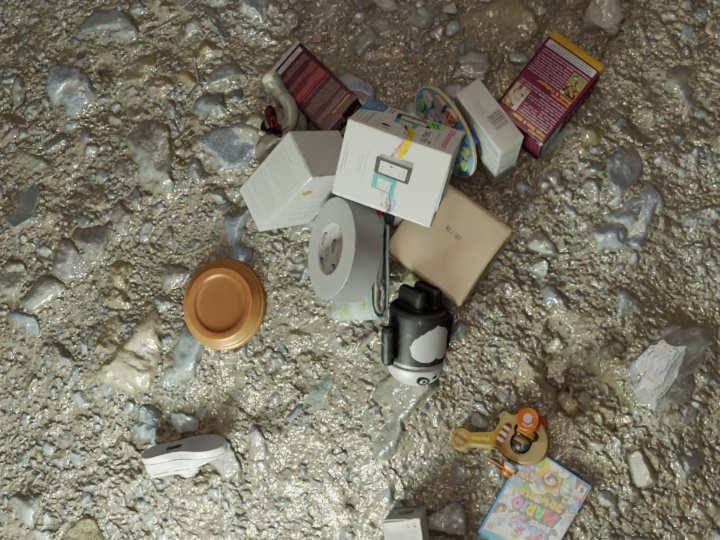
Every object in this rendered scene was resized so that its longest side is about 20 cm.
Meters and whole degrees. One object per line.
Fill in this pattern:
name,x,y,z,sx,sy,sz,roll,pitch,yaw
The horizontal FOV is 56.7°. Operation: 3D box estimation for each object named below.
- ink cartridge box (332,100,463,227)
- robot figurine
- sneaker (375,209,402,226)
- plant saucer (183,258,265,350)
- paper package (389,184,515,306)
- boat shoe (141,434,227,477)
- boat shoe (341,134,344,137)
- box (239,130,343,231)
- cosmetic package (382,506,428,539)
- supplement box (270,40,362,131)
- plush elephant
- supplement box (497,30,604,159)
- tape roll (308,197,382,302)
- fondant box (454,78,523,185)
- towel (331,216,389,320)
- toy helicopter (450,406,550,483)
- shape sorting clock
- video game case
ink cartridge box,0.072,-0.201,1.239,0.196,0.147,0.149,20,120,7
robot figurine,0.114,0.128,1.324,0.146,0.125,0.205,4,107,1
sneaker,0.059,-0.192,1.389,0.082,0.075,0.204,10,61,-2
plant saucer,-0.308,0.074,1.484,0.195,0.037,0.206,-2,83,12
paper package,0.181,-0.057,1.361,0.199,0.103,0.192,36,91,13
boat shoe,-0.376,0.412,1.451,0.195,0.071,0.071,-13,108,6
boat shoe,-0.035,-0.263,1.447,0.065,0.072,0.203,34,96,8
box,-0.126,-0.185,1.376,0.199,0.151,0.108,-38,75,38
cosmetic package,0.100,0.578,1.301,0.079,0.113,0.205,-8,80,10
supplement box,-0.102,-0.399,1.482,0.109,0.061,0.200,-45,76,5
plush elephant,-0.191,-0.287,1.430,0.200,0.155,0.165,44,135,-1
supplement box,0.377,-0.353,1.353,0.130,0.103,0.201,40,92,13
tape roll,-0.034,-0.041,1.331,0.065,0.199,0.206,7,83,-29
fondant box,0.248,-0.268,1.320,0.058,0.200,0.146,-34,78,-1
towel,0.000,0.000,1.374,0.047,0.170,0.205,7,82,-29
toy helicopter,0.272,0.343,1.308,0.196,0.079,0.135,-6,64,27
shape sorting clock,0.167,-0.276,1.342,0.039,0.201,0.202,-30,77,-16
video game case,0.341,0.468,1.310,0.141,0.018,0.203,31,91,13
